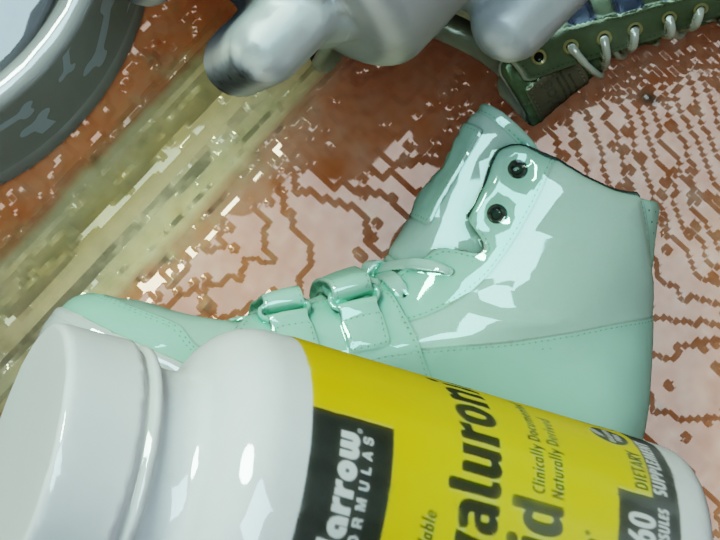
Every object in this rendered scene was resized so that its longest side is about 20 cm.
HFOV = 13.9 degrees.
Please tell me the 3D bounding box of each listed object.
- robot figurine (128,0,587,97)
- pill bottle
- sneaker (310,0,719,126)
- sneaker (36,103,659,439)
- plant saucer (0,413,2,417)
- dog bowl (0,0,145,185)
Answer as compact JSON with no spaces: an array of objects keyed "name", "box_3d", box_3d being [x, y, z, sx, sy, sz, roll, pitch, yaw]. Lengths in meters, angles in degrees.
[{"name":"robot figurine","box_3d":[0.012,-0.143,0.899,0.170,0.113,0.200,46,80,-12]},{"name":"pill bottle","box_3d":[-0.007,0.081,0.866,0.200,0.111,0.112,16,81,-18]},{"name":"sneaker","box_3d":[0.073,-0.088,0.973,0.200,0.067,0.090,10,79,4]},{"name":"sneaker","box_3d":[0.000,0.000,0.951,0.200,0.074,0.118,10,88,-13]},{"name":"plant saucer","box_3d":[-0.172,0.129,0.945,0.200,0.032,0.201,0,83,-4]},{"name":"dog bowl","box_3d":[-0.167,-0.118,0.964,0.200,0.059,0.200,1,82,-4]}]
